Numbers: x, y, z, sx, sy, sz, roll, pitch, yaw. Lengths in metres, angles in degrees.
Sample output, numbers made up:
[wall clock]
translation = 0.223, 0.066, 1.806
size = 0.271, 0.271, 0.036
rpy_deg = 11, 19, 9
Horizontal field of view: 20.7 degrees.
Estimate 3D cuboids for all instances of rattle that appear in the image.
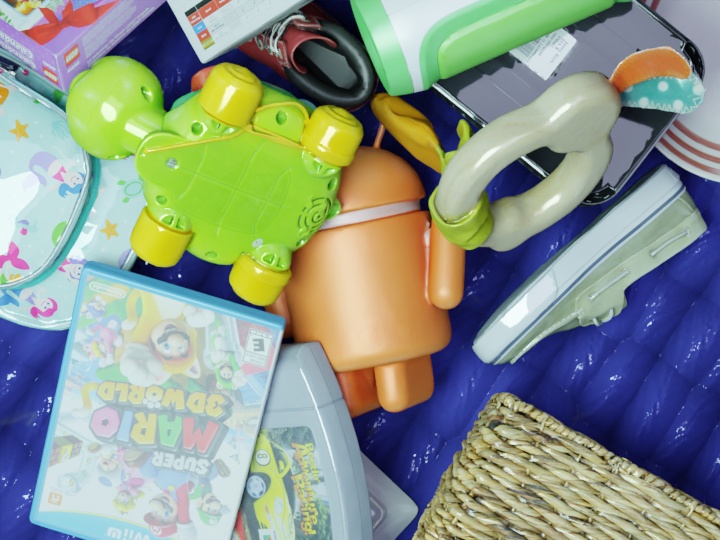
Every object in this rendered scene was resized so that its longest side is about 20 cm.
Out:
[rattle]
translation = 0.118, -0.116, 1.308
size = 0.129, 0.144, 0.200
rpy_deg = 22, 123, -33

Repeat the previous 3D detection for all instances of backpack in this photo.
[backpack]
translation = -0.240, -0.056, 1.369
size = 0.199, 0.151, 0.179
rpy_deg = 28, 91, -9

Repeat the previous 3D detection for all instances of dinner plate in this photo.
[dinner plate]
translation = 0.284, -0.164, 1.459
size = 0.198, 0.024, 0.203
rpy_deg = 0, 92, -3

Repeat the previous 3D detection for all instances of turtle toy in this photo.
[turtle toy]
translation = -0.100, -0.077, 1.298
size = 0.198, 0.101, 0.147
rpy_deg = 22, 111, -23

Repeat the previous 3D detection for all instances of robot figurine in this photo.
[robot figurine]
translation = 0.002, 0.000, 1.396
size = 0.116, 0.144, 0.202
rpy_deg = -12, 91, -26

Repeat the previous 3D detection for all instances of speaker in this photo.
[speaker]
translation = 0.097, -0.188, 1.307
size = 0.198, 0.088, 0.089
rpy_deg = -23, 92, -2

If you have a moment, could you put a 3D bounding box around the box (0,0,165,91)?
[box]
translation = -0.186, -0.228, 1.359
size = 0.136, 0.039, 0.200
rpy_deg = 34, 64, 22

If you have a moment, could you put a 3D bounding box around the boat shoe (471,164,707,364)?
[boat shoe]
translation = 0.169, 0.007, 1.429
size = 0.200, 0.072, 0.062
rpy_deg = -41, 90, -5

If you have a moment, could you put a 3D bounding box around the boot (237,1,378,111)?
[boot]
translation = -0.071, -0.183, 1.374
size = 0.199, 0.144, 0.073
rpy_deg = 36, 95, -1

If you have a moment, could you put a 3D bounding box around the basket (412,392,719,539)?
[basket]
translation = 0.142, 0.197, 1.390
size = 0.199, 0.143, 0.150
rpy_deg = 28, 83, 1

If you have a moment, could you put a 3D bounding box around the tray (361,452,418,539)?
[tray]
translation = -0.062, 0.147, 1.439
size = 0.200, 0.022, 0.107
rpy_deg = 43, 89, -3

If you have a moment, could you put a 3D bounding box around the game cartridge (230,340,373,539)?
[game cartridge]
translation = -0.055, 0.153, 1.374
size = 0.132, 0.041, 0.202
rpy_deg = -8, 95, 34

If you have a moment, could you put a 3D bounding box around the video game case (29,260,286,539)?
[video game case]
translation = -0.141, 0.105, 1.354
size = 0.142, 0.018, 0.202
rpy_deg = 16, 112, 1

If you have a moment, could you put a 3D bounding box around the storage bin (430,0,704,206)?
[storage bin]
translation = 0.131, -0.152, 1.400
size = 0.199, 0.094, 0.136
rpy_deg = 39, 93, 2

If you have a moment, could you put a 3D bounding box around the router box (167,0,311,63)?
[router box]
translation = -0.069, -0.254, 1.247
size = 0.199, 0.049, 0.181
rpy_deg = -24, 96, 41
